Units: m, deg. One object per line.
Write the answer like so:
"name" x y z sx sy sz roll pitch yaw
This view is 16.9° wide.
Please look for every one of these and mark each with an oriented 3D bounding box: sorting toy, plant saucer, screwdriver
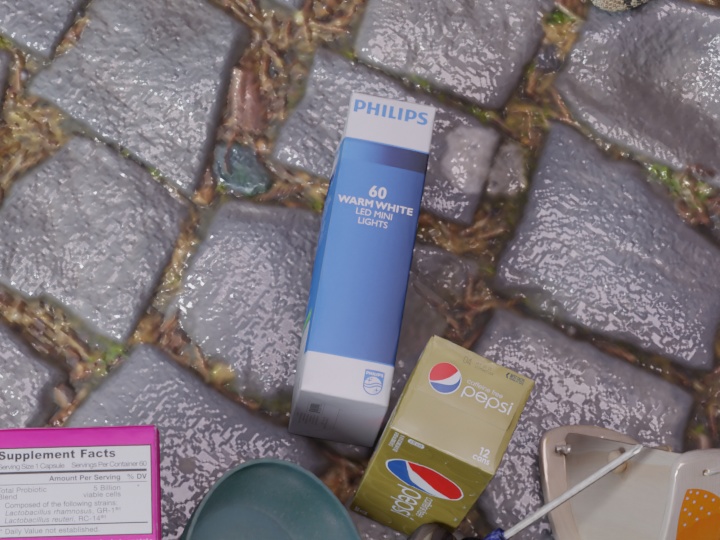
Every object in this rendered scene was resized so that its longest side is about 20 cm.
"sorting toy" 0.230 0.153 1.492 0.179 0.200 0.107 -1 91 -19
"plant saucer" -0.057 0.213 1.447 0.036 0.200 0.201 -13 68 34
"screwdriver" 0.097 0.153 1.467 0.029 0.200 0.028 8 53 -39

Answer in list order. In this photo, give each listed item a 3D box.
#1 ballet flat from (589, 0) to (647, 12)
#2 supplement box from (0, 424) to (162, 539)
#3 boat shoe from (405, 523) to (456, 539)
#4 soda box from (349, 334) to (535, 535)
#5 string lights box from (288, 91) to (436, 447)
"ballet flat" 0.233 -0.257 1.667 0.200 0.075 0.068 -37 80 -16
"supplement box" -0.160 0.197 1.370 0.103 0.101 0.201 0 68 -5
"boat shoe" 0.033 0.252 1.451 0.073 0.074 0.201 20 66 -12
"soda box" 0.046 0.107 1.458 0.068 0.200 0.064 24 70 1
"string lights box" 0.000 0.000 1.540 0.059 0.103 0.201 11 71 -2
